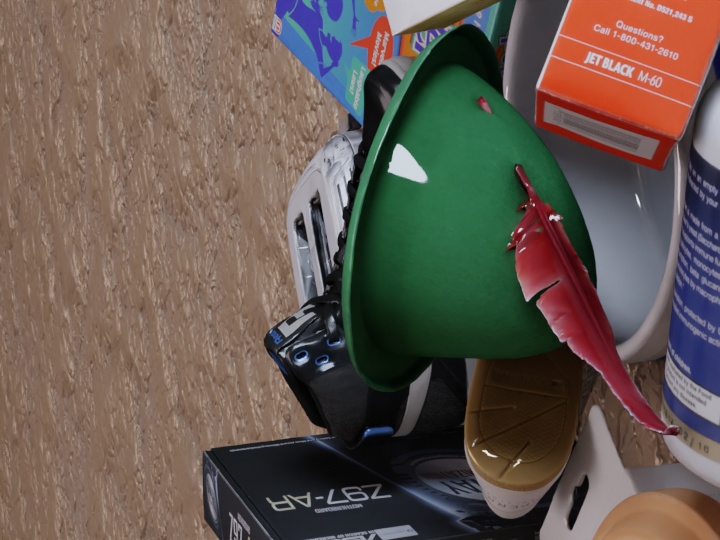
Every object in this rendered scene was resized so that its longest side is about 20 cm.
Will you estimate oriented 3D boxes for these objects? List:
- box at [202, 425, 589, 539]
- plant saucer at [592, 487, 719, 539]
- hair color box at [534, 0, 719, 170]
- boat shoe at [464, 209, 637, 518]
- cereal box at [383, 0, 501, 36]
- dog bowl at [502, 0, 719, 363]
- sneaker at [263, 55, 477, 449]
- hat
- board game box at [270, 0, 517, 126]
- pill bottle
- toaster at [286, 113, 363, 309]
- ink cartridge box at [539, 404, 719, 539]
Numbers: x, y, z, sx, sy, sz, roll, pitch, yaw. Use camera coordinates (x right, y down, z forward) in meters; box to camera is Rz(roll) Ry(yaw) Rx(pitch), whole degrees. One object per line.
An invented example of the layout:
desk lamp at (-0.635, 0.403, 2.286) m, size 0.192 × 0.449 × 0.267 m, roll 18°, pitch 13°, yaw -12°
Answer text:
box at (0.031, 0.130, 1.317) m, size 0.160 × 0.199 × 0.044 m, roll -139°, pitch 46°, yaw -65°
plant saucer at (0.136, 0.196, 1.075) m, size 0.200 × 0.032 × 0.201 m, roll 176°, pitch 90°, yaw -70°
hair color box at (0.132, -0.147, 0.981) m, size 0.111 × 0.064 × 0.201 m, roll 41°, pitch -111°, yaw -84°
boat shoe at (0.090, 0.030, 1.236) m, size 0.069 × 0.071 × 0.200 m, roll 94°, pitch -166°, yaw -60°
cereal box at (0.041, -0.221, 1.111) m, size 0.144 × 0.039 × 0.201 m, roll -22°, pitch 82°, yaw 52°
dog bowl at (0.138, -0.060, 1.137) m, size 0.200 × 0.079 × 0.201 m, roll 174°, pitch 90°, yaw -72°
sneaker at (0.000, 0.000, 1.243) m, size 0.073 × 0.112 × 0.201 m, roll -147°, pitch 43°, yaw -63°
hat at (0.100, -0.001, 1.098) m, size 0.200 × 0.176 × 0.166 m, roll -67°, pitch -25°, yaw -23°
board game box at (0.028, -0.147, 1.312) m, size 0.200 × 0.045 × 0.152 m, roll 47°, pitch 135°, yaw 43°
pill bottle at (0.181, -0.017, 0.965) m, size 0.111 × 0.111 × 0.201 m, roll -129°, pitch 38°, yaw -59°
toaster at (0.037, 0.006, 1.376) m, size 0.114 × 0.129 × 0.201 m, roll 132°, pitch 130°, yaw -67°
ink cartridge box at (0.157, 0.169, 1.158) m, size 0.115 × 0.068 × 0.200 m, roll 107°, pitch 151°, yaw -45°
